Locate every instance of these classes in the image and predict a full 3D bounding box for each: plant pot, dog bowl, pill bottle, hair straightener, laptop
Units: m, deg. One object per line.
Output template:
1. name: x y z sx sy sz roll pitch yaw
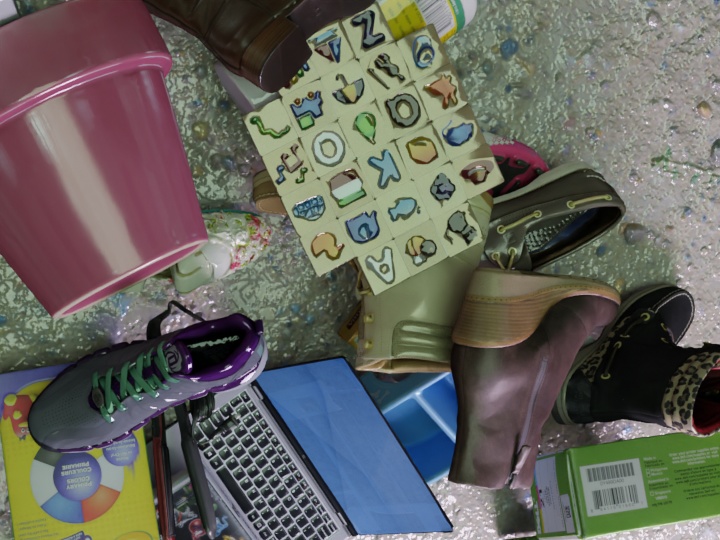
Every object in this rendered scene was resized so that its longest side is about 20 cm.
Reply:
1. plant pot: -0.205 -0.073 0.941 0.198 0.200 0.181 -27 91 -10
2. dog bowl: 0.070 0.118 1.118 0.199 0.050 0.112 -33 115 19
3. pill bottle: -0.014 -0.190 1.043 0.199 0.113 0.113 -39 109 -7
4. hair straightener: -0.136 0.121 1.071 0.076 0.041 0.203 -8 75 -1
5. laptop: -0.061 0.189 1.102 0.199 0.116 0.188 -35 108 -8

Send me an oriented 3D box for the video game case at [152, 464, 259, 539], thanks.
1. video game case: -0.170 0.286 1.119 0.199 0.023 0.183 -32 108 4

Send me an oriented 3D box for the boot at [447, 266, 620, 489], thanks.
1. boot: 0.136 0.085 1.037 0.199 0.072 0.169 5 92 -48

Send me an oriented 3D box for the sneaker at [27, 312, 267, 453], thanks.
1. sneaker: -0.167 0.077 1.008 0.198 0.088 0.075 -23 77 -12

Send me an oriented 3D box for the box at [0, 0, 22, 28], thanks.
1. box: -0.341 -0.178 0.888 0.197 0.200 0.132 -27 90 -10

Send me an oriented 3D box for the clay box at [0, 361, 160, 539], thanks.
1. clay box: -0.225 0.177 1.048 0.113 0.048 0.203 -8 78 -15

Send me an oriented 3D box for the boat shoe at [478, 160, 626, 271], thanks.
1. boat shoe: 0.131 -0.023 1.099 0.198 0.060 0.072 -27 133 -13

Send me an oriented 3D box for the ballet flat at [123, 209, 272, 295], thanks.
1. ballet flat: -0.167 -0.008 1.053 0.197 0.064 0.076 -3 137 -12

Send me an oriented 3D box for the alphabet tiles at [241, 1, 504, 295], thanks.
1. alphabet tiles: 0.011 -0.092 0.993 0.165 0.006 0.202 -27 98 -9

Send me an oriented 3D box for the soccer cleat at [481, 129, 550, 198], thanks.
1. soccer cleat: 0.087 -0.108 1.116 0.198 0.087 0.070 16 127 -40

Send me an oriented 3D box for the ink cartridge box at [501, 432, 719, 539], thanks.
1. ink cartridge box: 0.217 0.197 1.166 0.146 0.200 0.077 -5 79 -16

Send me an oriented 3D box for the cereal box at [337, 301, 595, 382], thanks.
1. cereal box: 0.098 0.060 1.165 0.199 0.040 0.145 38 89 -20

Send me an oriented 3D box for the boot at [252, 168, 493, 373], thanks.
1. boot: 0.000 0.000 1.044 0.197 0.073 0.158 8 79 3

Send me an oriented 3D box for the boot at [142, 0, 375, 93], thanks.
1. boot: -0.086 -0.246 0.988 0.186 0.199 0.064 -46 152 -17

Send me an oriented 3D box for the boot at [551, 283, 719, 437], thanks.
1. boot: 0.275 0.078 1.139 0.199 0.150 0.074 -31 112 -36
